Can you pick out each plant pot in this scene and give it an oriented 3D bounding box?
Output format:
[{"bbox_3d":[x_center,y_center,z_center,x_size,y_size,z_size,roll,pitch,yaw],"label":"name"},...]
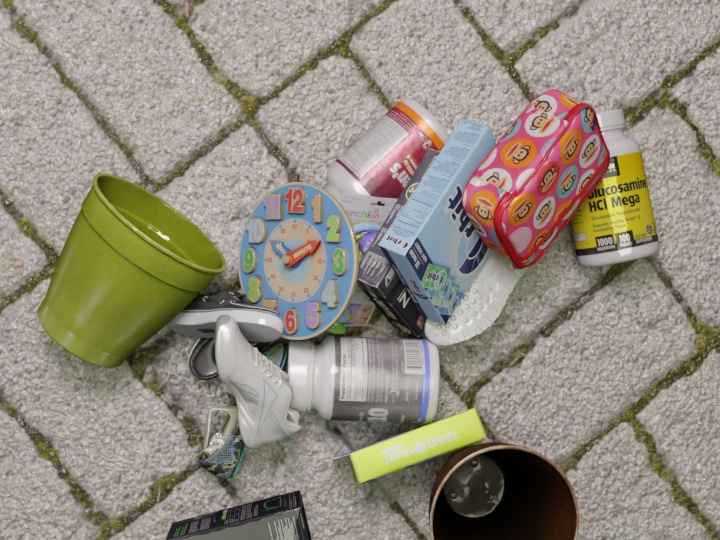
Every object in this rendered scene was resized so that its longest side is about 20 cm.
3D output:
[{"bbox_3d":[0.168,0.303,1.313,0.185,0.200,0.188,0,92,-5],"label":"plant pot"},{"bbox_3d":[-0.309,0.013,1.285,0.200,0.200,0.193,37,100,-5],"label":"plant pot"}]

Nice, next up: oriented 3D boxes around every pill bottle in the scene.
[{"bbox_3d":[0.024,-0.127,1.339,0.200,0.110,0.110,-43,94,-3],"label":"pill bottle"},{"bbox_3d":[0.000,0.145,1.339,0.198,0.114,0.115,3,91,-5],"label":"pill bottle"},{"bbox_3d":[0.334,-0.112,1.365,0.112,0.112,0.201,-12,92,-5],"label":"pill bottle"}]

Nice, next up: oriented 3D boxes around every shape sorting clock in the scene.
[{"bbox_3d":[-0.084,-0.012,1.272,0.199,0.039,0.202,-4,83,37],"label":"shape sorting clock"}]

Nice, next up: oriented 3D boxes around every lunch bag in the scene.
[{"bbox_3d":[0.225,-0.106,1.256,0.082,0.176,0.200,34,80,36],"label":"lunch bag"}]

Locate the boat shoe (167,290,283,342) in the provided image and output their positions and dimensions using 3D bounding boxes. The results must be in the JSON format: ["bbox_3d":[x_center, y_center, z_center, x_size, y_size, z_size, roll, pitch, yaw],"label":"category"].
[{"bbox_3d":[-0.175,0.054,1.298,0.069,0.199,0.057,36,62,-44],"label":"boat shoe"}]

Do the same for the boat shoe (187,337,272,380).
[{"bbox_3d":[-0.151,0.077,1.349,0.199,0.068,0.072,-36,95,-2],"label":"boat shoe"}]

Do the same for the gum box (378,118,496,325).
[{"bbox_3d":[0.118,-0.058,1.258,0.044,0.170,0.200,23,69,34],"label":"gum box"}]

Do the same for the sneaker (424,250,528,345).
[{"bbox_3d":[0.161,0.027,1.356,0.200,0.080,0.076,-44,92,-11],"label":"sneaker"}]

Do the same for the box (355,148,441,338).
[{"bbox_3d":[0.081,-0.033,1.307,0.049,0.161,0.201,22,74,33],"label":"box"}]

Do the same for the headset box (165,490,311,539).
[{"bbox_3d":[-0.156,0.411,1.340,0.199,0.093,0.175,-14,92,-4],"label":"headset box"}]

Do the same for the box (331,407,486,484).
[{"bbox_3d":[0.062,0.240,1.340,0.199,0.122,0.048,-19,79,-5],"label":"box"}]

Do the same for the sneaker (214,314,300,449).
[{"bbox_3d":[-0.129,0.134,1.252,0.080,0.071,0.201,-12,123,6],"label":"sneaker"}]

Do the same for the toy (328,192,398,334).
[{"bbox_3d":[0.000,0.000,1.310,0.115,0.047,0.201,4,123,-33],"label":"toy"}]

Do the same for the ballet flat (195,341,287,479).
[{"bbox_3d":[-0.164,0.182,1.342,0.074,0.074,0.201,23,89,-5],"label":"ballet flat"}]
